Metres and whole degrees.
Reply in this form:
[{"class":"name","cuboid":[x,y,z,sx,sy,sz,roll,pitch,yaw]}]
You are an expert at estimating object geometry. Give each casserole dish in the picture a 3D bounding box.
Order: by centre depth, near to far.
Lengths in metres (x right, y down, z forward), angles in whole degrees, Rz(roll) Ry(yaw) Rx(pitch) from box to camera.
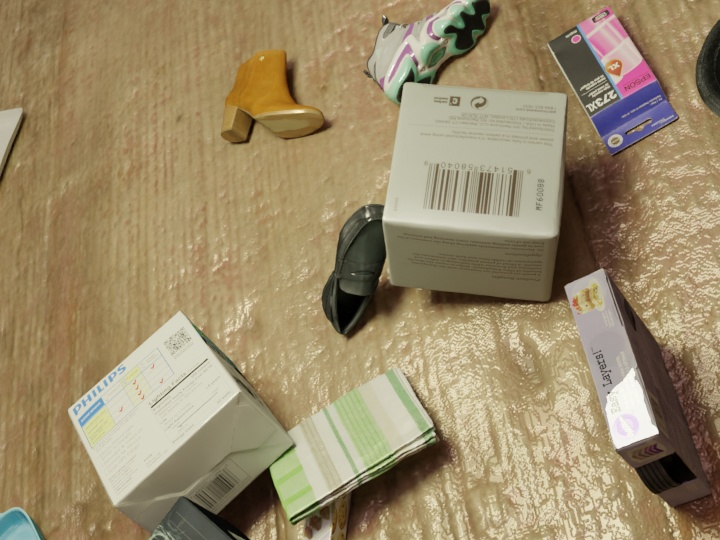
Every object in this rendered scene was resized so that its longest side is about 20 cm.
[{"class":"casserole dish","cuboid":[-0.464,0.414,1.491,0.121,0.039,0.200,-44,49,1]}]

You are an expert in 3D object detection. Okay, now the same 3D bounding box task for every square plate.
[{"class":"square plate","cuboid":[-0.712,-0.199,2.021,0.197,0.028,0.201,-4,61,29]}]

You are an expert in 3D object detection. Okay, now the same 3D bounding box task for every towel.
[{"class":"towel","cuboid":[-0.014,0.207,1.309,0.200,0.031,0.149,-31,31,-1]}]

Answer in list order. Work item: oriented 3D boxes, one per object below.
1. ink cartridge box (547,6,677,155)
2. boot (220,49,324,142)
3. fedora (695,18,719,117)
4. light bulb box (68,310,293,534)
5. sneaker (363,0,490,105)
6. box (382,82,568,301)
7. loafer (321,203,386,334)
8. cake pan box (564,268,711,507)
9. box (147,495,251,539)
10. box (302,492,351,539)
[{"class":"ink cartridge box","cuboid":[0.321,-0.246,1.416,0.094,0.037,0.200,-29,53,13]},{"class":"boot","cuboid":[-0.128,-0.276,1.681,0.201,0.071,0.145,-3,64,36]},{"class":"fedora","cuboid":[0.488,-0.230,1.264,0.200,0.092,0.201,-15,56,23]},{"class":"light bulb box","cuboid":[-0.224,0.192,1.353,0.198,0.125,0.200,-42,40,-4]},{"class":"sneaker","cuboid":[0.082,-0.345,1.591,0.200,0.078,0.140,-45,50,0]},{"class":"box","cuboid":[0.139,-0.092,1.306,0.198,0.171,0.201,5,63,9]},{"class":"loafer","cuboid":[0.000,0.000,1.381,0.068,0.201,0.071,1,48,-20]},{"class":"cake pan box","cuboid":[0.283,0.124,1.115,0.052,0.184,0.201,-26,53,21]},{"class":"box","cuboid":[-0.169,0.393,1.207,0.200,0.124,0.197,30,79,36]},{"class":"box","cuboid":[-0.043,0.323,1.288,0.039,0.041,0.201,-7,58,27]}]
